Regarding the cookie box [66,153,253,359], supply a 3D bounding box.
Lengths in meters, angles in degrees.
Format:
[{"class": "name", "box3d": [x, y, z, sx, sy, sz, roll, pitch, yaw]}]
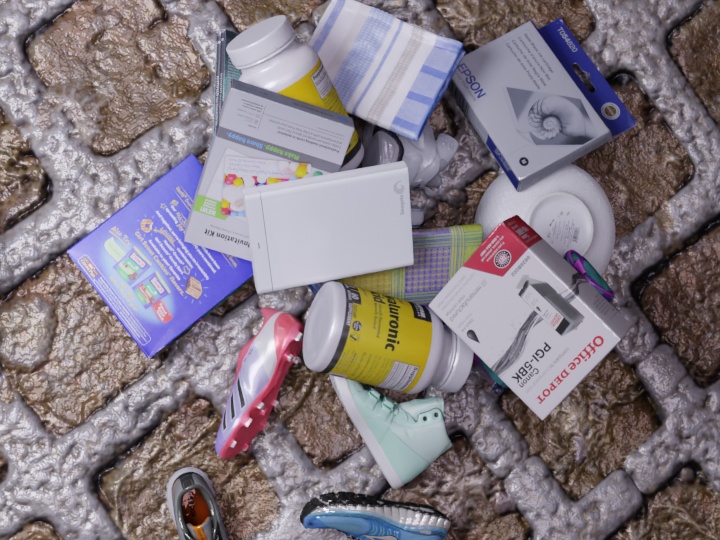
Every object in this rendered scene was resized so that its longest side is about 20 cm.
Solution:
[{"class": "cookie box", "box3d": [-0.238, -0.016, 1.412, 0.199, 0.075, 0.172, -38, 94, -10]}]

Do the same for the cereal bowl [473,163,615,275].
[{"class": "cereal bowl", "box3d": [0.254, -0.054, 1.495, 0.196, 0.083, 0.204, 1, 86, -9]}]

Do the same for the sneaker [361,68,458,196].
[{"class": "sneaker", "box3d": [0.066, -0.193, 1.477, 0.113, 0.075, 0.203, 14, 69, -25]}]

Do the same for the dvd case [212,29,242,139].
[{"class": "dvd case", "box3d": [-0.127, -0.193, 1.429, 0.145, 0.022, 0.204, 4, 87, -46]}]

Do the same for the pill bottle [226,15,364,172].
[{"class": "pill bottle", "box3d": [-0.083, -0.205, 1.380, 0.112, 0.112, 0.202, -33, 115, -10]}]

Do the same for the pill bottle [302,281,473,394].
[{"class": "pill bottle", "box3d": [0.036, 0.090, 1.384, 0.197, 0.111, 0.113, 15, 84, -20]}]

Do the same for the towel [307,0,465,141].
[{"class": "towel", "box3d": [0.019, -0.265, 1.432, 0.198, 0.024, 0.148, 26, 80, 17]}]

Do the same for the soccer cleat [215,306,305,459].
[{"class": "soccer cleat", "box3d": [-0.138, 0.144, 1.436, 0.076, 0.067, 0.202, 29, 88, 24]}]

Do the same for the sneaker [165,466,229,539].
[{"class": "sneaker", "box3d": [-0.196, 0.350, 1.400, 0.073, 0.079, 0.203, -19, 92, -12]}]

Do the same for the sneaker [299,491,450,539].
[{"class": "sneaker", "box3d": [0.017, 0.342, 1.438, 0.197, 0.078, 0.092, 12, 88, -9]}]

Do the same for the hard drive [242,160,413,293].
[{"class": "hard drive", "box3d": [-0.036, -0.051, 1.340, 0.197, 0.027, 0.134, -11, 120, -10]}]

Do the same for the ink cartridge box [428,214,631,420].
[{"class": "ink cartridge box", "box3d": [0.206, 0.056, 1.357, 0.200, 0.083, 0.147, 44, 111, 10]}]

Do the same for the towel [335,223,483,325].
[{"class": "towel", "box3d": [0.060, 0.010, 1.425, 0.196, 0.023, 0.146, -5, 117, -10]}]

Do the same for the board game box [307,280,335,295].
[{"class": "board game box", "box3d": [0.000, 0.000, 1.472, 0.135, 0.034, 0.201, -38, 94, -10]}]

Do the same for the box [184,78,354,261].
[{"class": "box", "box3d": [-0.112, -0.109, 1.338, 0.154, 0.041, 0.202, 17, 114, -13]}]

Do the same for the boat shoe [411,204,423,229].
[{"class": "boat shoe", "box3d": [-0.017, -0.055, 1.428, 0.196, 0.072, 0.063, -1, 102, -1]}]

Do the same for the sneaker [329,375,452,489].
[{"class": "sneaker", "box3d": [0.041, 0.170, 1.450, 0.117, 0.074, 0.202, -32, 102, -3]}]

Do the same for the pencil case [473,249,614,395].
[{"class": "pencil case", "box3d": [0.229, 0.065, 1.442, 0.200, 0.092, 0.086, -44, 56, 19]}]

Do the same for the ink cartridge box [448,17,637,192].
[{"class": "ink cartridge box", "box3d": [0.241, -0.234, 1.491, 0.198, 0.041, 0.201, -29, 71, -11]}]
